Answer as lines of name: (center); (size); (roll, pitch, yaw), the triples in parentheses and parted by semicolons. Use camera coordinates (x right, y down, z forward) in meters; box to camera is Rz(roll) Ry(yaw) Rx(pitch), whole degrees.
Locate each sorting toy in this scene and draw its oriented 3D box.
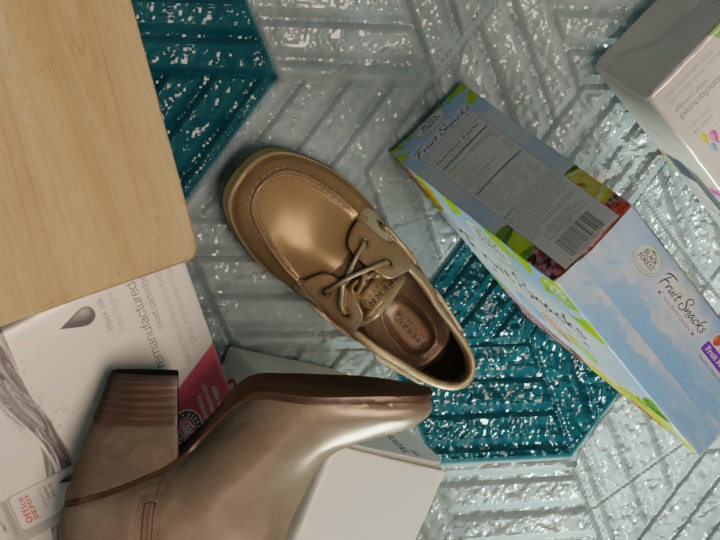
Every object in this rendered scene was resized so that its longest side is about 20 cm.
sorting toy: (-0.210, -0.074, 1.449); (0.199, 0.070, 0.200); (-20, 106, -18)

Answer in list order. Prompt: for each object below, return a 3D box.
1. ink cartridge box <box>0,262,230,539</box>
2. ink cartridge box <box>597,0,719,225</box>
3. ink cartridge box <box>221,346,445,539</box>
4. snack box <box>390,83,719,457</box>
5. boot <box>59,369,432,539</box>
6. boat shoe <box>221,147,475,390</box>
ink cartridge box: (-0.182, 0.072, 1.538); (0.200, 0.083, 0.147); (-27, 123, -16)
ink cartridge box: (0.248, -0.092, 1.703); (0.117, 0.067, 0.200); (-46, 125, -4)
ink cartridge box: (-0.051, 0.165, 1.615); (0.084, 0.145, 0.200); (16, 103, -32)
snack box: (0.125, -0.003, 1.603); (0.068, 0.200, 0.169); (-45, 126, -4)
boot: (-0.063, 0.129, 1.500); (0.200, 0.070, 0.146); (2, 94, 8)
boat shoe: (0.000, 0.000, 1.618); (0.071, 0.065, 0.200); (-50, 126, -1)
